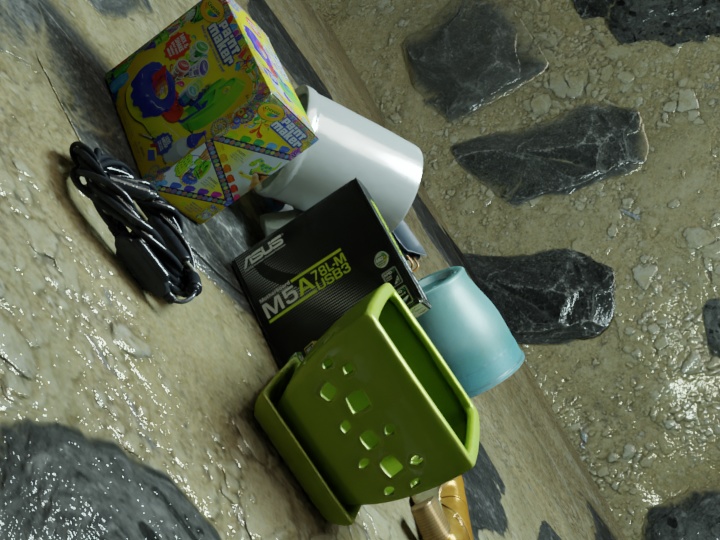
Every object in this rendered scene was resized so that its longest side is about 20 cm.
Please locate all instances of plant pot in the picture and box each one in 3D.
[{"bbox_3d":[0.152,0.104,1.803,0.189,0.199,0.200,64,10,-10],"label":"plant pot"},{"bbox_3d":[0.004,0.153,1.170,0.201,0.181,0.199,56,12,-3],"label":"plant pot"}]

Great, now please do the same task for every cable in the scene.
[{"bbox_3d":[-0.230,-0.060,1.106,0.200,0.051,0.163,53,12,-17],"label":"cable"}]

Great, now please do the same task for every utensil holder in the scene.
[{"bbox_3d":[-0.032,-0.153,1.551,0.199,0.170,0.170,23,26,-23],"label":"utensil holder"}]

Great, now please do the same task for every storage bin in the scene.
[{"bbox_3d":[0.020,-0.033,1.852,0.146,0.134,0.200,55,12,11],"label":"storage bin"}]

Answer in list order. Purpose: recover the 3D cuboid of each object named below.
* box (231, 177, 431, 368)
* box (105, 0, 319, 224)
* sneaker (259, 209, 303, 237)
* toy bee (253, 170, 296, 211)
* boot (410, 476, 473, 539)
[{"bbox_3d":[-0.039,0.016,1.317,0.194,0.199,0.047,62,11,23],"label":"box"},{"bbox_3d":[-0.188,-0.205,1.319,0.122,0.192,0.201,39,20,-55],"label":"box"},{"bbox_3d":[-0.111,-0.042,1.557,0.200,0.073,0.082,-90,174,-78],"label":"sneaker"},{"bbox_3d":[-0.109,-0.140,1.692,0.130,0.109,0.200,15,-12,4],"label":"toy bee"},{"bbox_3d":[0.127,0.361,1.433,0.145,0.071,0.201,63,15,2],"label":"boot"}]
